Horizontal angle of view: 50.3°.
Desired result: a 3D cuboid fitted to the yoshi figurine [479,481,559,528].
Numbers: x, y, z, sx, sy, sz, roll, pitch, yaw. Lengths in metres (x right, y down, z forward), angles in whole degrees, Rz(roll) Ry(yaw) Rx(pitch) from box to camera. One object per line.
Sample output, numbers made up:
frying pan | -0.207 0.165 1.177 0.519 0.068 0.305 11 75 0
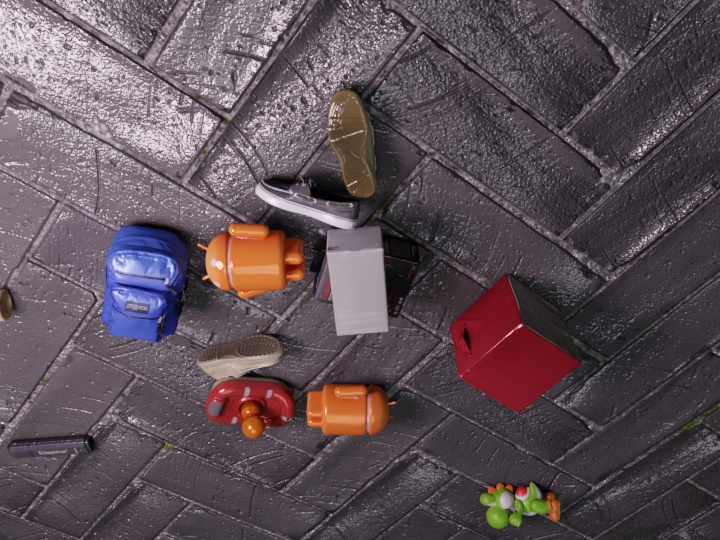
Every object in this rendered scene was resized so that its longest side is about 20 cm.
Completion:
yoshi figurine | 0.410 0.625 1.992 0.200 0.112 0.113 4 134 -1

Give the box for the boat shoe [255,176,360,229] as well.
boat shoe | -0.093 -0.138 1.405 0.200 0.070 0.066 22 114 9

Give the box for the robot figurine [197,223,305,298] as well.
robot figurine | -0.208 -0.017 1.471 0.200 0.117 0.144 -1 165 -1

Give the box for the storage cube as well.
storage cube | 0.317 0.151 1.588 0.200 0.171 0.180 31 119 -22

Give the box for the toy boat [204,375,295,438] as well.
toy boat | -0.242 0.318 1.714 0.200 0.131 0.131 8 128 -24

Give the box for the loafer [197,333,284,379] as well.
loafer | -0.254 0.191 1.668 0.200 0.076 0.068 -9 129 17

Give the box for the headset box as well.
headset box | 0.000 0.000 1.523 0.200 0.075 0.149 13 125 -11

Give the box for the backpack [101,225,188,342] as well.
backpack | -0.411 0.027 1.480 0.162 0.168 0.200 8 123 -16

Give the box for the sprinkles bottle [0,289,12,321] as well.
sprinkles bottle | -0.822 0.076 1.564 0.200 0.068 0.068 -3 127 0

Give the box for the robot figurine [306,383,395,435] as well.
robot figurine | -0.021 0.316 1.739 0.200 0.117 0.144 1 100 -1

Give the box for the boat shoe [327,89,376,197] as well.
boat shoe | -0.008 -0.231 1.369 0.073 0.063 0.201 -6 121 18

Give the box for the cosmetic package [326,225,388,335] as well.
cosmetic package | -0.003 0.021 1.440 0.107 0.090 0.200 -3 123 0

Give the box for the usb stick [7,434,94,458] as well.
usb stick | -0.750 0.427 1.855 0.200 0.033 0.056 -5 126 2
